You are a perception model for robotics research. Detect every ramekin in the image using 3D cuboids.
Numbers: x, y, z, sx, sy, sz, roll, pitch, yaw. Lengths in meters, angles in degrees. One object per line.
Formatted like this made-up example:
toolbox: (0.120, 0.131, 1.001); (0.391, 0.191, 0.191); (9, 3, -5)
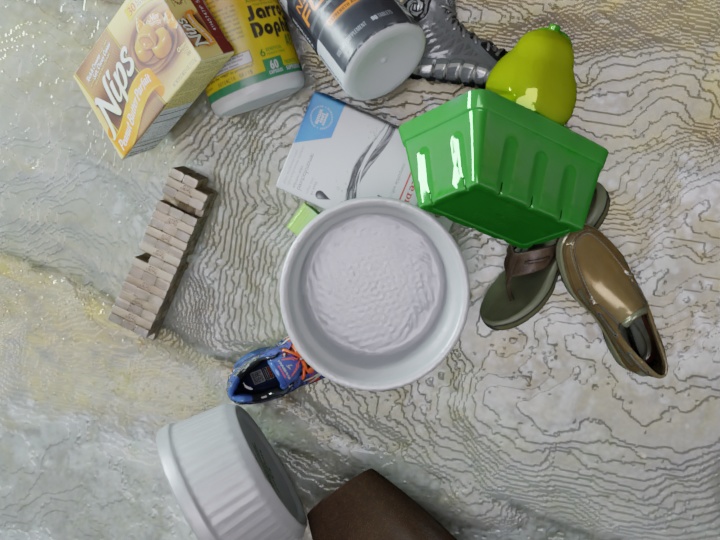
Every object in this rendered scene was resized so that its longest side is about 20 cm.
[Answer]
ramekin: (0.014, 0.019, 1.332); (0.197, 0.098, 0.204); (0, 98, 0)
ramekin: (-0.138, 0.242, 1.397); (0.094, 0.202, 0.204); (-32, 92, 1)

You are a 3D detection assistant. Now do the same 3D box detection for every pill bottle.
pill bottle: (-0.143, -0.283, 1.383); (0.111, 0.113, 0.202); (-19, 93, 8)
pill bottle: (-0.023, -0.288, 1.349); (0.106, 0.106, 0.201); (-40, 63, 9)

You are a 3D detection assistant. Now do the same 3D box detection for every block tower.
block tower: (-0.229, -0.017, 1.449); (0.053, 0.058, 0.202); (24, 99, 4)

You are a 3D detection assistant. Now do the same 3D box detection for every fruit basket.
fruit basket: (0.158, -0.149, 1.306); (0.155, 0.214, 0.218); (-20, 94, 48)

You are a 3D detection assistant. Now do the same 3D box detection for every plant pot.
plant pot: (0.031, 0.334, 1.407); (0.186, 0.187, 0.201); (-38, 77, 9)

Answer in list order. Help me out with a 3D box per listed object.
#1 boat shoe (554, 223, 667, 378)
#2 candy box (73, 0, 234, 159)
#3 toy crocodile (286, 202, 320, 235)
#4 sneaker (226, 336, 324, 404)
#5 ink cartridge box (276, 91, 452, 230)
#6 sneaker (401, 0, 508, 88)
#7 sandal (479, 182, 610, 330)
boat shoe: (0.282, 0.034, 1.352); (0.071, 0.076, 0.201); (-39, 114, -4)
candy box: (-0.230, -0.226, 1.369); (0.200, 0.055, 0.116); (-39, 79, 45)
toy crocodile: (0.000, 0.000, 1.420); (0.200, 0.062, 0.068); (43, 99, 1)
sneaker: (-0.070, 0.105, 1.421); (0.199, 0.078, 0.076); (-32, 93, 17)
ink cartridge box: (0.020, -0.108, 1.404); (0.198, 0.068, 0.117); (24, 99, 3)
sneaker: (0.115, -0.264, 1.376); (0.197, 0.075, 0.117); (8, 94, 7)
sandal: (0.194, -0.024, 1.384); (0.057, 0.080, 0.202); (36, 91, -34)
